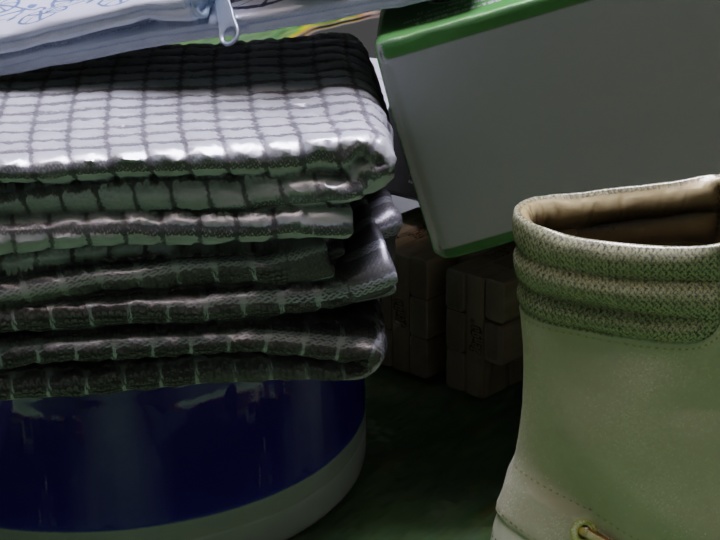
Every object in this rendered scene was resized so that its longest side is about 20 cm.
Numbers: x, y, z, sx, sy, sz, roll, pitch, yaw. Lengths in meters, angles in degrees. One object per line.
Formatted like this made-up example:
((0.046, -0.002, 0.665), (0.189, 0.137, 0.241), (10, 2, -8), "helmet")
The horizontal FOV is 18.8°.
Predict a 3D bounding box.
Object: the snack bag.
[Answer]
((-0.038, -0.119, 0.798), (0.198, 0.022, 0.189), (-7, 22, 15), "snack bag")

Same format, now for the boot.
((0.139, 0.051, 0.660), (0.198, 0.156, 0.072), (3, 20, 4), "boot")

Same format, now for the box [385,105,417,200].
((0.129, -0.029, 0.935), (0.199, 0.050, 0.157), (16, 5, 33), "box")

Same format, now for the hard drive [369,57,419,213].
((0.011, -0.073, 1.170), (0.131, 0.026, 0.200), (8, 23, 22), "hard drive")

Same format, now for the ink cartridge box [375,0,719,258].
((0.086, -0.094, 0.802), (0.144, 0.085, 0.200), (-15, 21, 8), "ink cartridge box")

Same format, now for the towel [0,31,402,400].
((-0.085, -0.021, 0.747), (0.198, 0.086, 0.166), (-4, 20, -4), "towel")

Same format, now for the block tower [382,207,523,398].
((0.000, 0.000, 0.942), (0.199, 0.054, 0.058), (18, 27, 40), "block tower")

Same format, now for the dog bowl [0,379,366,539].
((-0.097, 0.036, 0.819), (0.198, 0.079, 0.200), (-1, 21, 0), "dog bowl")
